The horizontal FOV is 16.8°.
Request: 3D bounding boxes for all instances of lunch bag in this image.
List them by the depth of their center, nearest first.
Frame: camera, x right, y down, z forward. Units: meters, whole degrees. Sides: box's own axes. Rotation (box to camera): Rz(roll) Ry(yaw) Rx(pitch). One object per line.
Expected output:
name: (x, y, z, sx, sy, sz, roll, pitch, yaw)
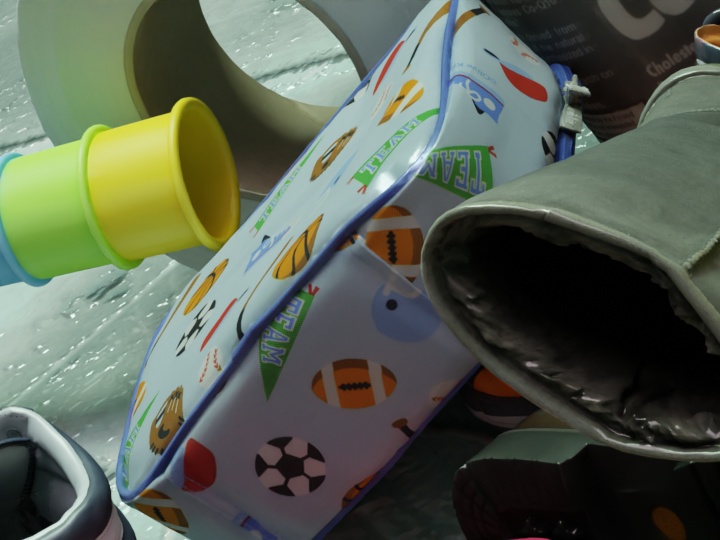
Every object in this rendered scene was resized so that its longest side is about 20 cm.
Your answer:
lunch bag: (0.000, 0.000, 0.838, 0.200, 0.075, 0.161, -46, 16, 27)

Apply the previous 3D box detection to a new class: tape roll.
tape roll: (-0.032, -0.090, 0.956, 0.201, 0.203, 0.071, -8, 32, 30)

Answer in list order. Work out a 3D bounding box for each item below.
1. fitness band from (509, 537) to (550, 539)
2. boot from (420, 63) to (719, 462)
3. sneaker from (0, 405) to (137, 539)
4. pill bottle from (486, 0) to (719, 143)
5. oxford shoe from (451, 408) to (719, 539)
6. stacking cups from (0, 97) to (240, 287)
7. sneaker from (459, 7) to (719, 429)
fitness band: (-0.007, 0.109, 0.678, 0.142, 0.038, 0.200, -13, -1, 0)
boot: (0.126, 0.004, 0.668, 0.181, 0.073, 0.200, 21, 16, 13)
sneaker: (-0.140, 0.105, 0.812, 0.199, 0.109, 0.070, -2, 35, 38)
pill bottle: (0.083, -0.137, 0.864, 0.113, 0.200, 0.113, -36, 21, 16)
oxford shoe: (0.123, 0.058, 0.713, 0.199, 0.073, 0.084, 8, 36, 44)
stacking cups: (-0.149, -0.017, 0.950, 0.198, 0.061, 0.061, -12, 30, 17)
sneaker: (0.112, -0.025, 0.819, 0.199, 0.113, 0.078, -22, 27, 7)
